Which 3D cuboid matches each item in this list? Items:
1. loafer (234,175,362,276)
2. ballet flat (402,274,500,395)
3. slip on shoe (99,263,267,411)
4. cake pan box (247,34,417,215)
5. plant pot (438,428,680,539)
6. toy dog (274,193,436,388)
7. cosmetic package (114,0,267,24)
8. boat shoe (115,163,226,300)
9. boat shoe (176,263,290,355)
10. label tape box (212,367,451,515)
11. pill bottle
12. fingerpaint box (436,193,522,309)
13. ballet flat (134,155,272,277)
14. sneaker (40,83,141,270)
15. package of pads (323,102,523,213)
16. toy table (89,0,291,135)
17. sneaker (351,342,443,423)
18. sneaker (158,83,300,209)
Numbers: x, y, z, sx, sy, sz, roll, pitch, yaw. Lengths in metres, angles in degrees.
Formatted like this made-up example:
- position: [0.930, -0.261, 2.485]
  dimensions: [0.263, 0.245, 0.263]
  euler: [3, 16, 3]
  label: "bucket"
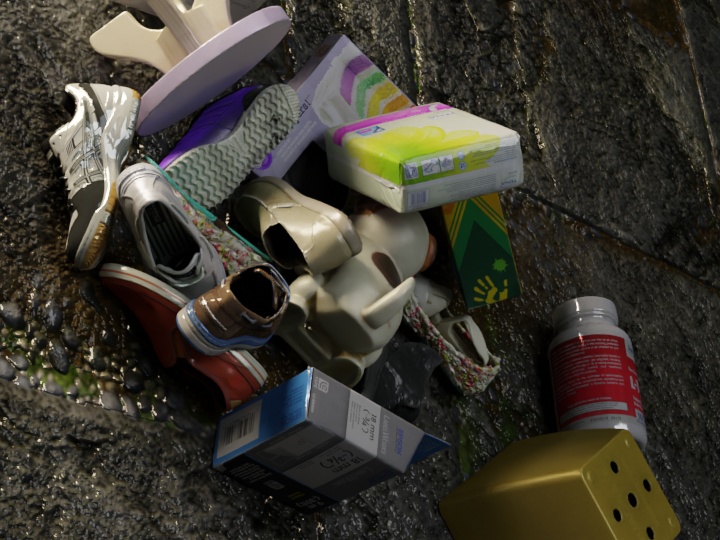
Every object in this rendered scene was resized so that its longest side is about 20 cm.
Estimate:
- position: [-0.081, -0.045, 1.633]
  dimensions: [0.068, 0.200, 0.076]
  euler: [-38, 122, -23]
  label: "loafer"
- position: [0.097, 0.059, 1.834]
  dimensions: [0.200, 0.064, 0.076]
  euler: [50, 34, -12]
  label: "ballet flat"
- position: [-0.182, 0.065, 1.523]
  dimensions: [0.200, 0.074, 0.061]
  euler: [43, 72, -14]
  label: "slip on shoe"
- position: [-0.026, -0.137, 1.763]
  dimensions: [0.184, 0.052, 0.200]
  euler: [43, 80, -20]
  label: "cake pan box"
- position: [0.246, 0.291, 1.773]
  dimensions: [0.200, 0.176, 0.201]
  euler: [-27, 88, -53]
  label: "plant pot"
- position: [0.000, 0.000, 1.675]
  dimensions: [0.139, 0.194, 0.200]
  euler: [40, 49, -11]
  label: "toy dog"
- position: [-0.167, -0.396, 1.725]
  dimensions: [0.164, 0.200, 0.166]
  euler: [13, 58, -42]
  label: "cosmetic package"
- position: [-0.184, -0.013, 1.515]
  dimensions: [0.200, 0.073, 0.067]
  euler: [59, 0, -43]
  label: "boat shoe"
- position: [-0.105, 0.034, 1.510]
  dimensions: [0.072, 0.072, 0.200]
  euler: [53, 19, 1]
  label: "boat shoe"
- position: [-0.026, 0.187, 1.553]
  dimensions: [0.199, 0.144, 0.064]
  euler: [31, 46, -32]
  label: "label tape box"
- position: [0.301, 0.141, 1.985]
  dimensions: [0.112, 0.112, 0.201]
  euler: [23, 51, -38]
  label: "pill bottle"
- position: [0.129, -0.070, 1.850]
  dimensions: [0.200, 0.073, 0.168]
  euler: [-97, 172, -70]
  label: "fingerpaint box"
- position: [-0.169, -0.036, 1.587]
  dimensions: [0.200, 0.064, 0.076]
  euler: [41, -4, -31]
  label: "ballet flat"
- position: [-0.277, -0.095, 1.526]
  dimensions: [0.087, 0.076, 0.201]
  euler: [12, 62, -10]
  label: "sneaker"
- position: [0.070, -0.124, 1.670]
  dimensions: [0.154, 0.200, 0.069]
  euler: [-14, 111, -21]
  label: "package of pads"
- position: [-0.185, -0.249, 1.628]
  dimensions: [0.117, 0.199, 0.184]
  euler: [55, -6, 6]
  label: "toy table"
- position: [0.028, 0.143, 1.714]
  dimensions: [0.104, 0.060, 0.200]
  euler: [42, 40, -21]
  label: "sneaker"
- position: [-0.162, -0.134, 1.668]
  dimensions: [0.200, 0.099, 0.070]
  euler: [-41, 125, -24]
  label: "sneaker"
